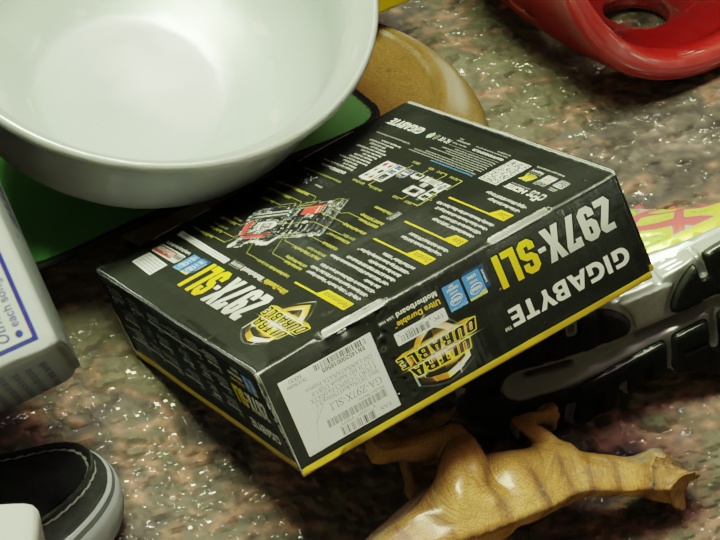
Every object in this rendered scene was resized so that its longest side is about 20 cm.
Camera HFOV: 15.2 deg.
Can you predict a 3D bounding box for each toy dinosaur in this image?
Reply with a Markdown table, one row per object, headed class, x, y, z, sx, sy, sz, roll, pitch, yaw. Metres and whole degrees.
| class | x | y | z | sx | sy | sz | roll | pitch | yaw |
| --- | --- | --- | --- | --- | --- | --- | --- | --- | --- |
| toy dinosaur | 0.035 | 0.087 | 1.015 | 0.199 | 0.061 | 0.106 | -21 | 42 | -23 |

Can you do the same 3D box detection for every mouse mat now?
| class | x | y | z | sx | sy | sz | roll | pitch | yaw |
| --- | --- | --- | --- | --- | --- | --- | --- | --- | --- |
| mouse mat | -0.111 | -0.070 | 1.238 | 0.199 | 0.008 | 0.161 | -23 | 41 | -26 |

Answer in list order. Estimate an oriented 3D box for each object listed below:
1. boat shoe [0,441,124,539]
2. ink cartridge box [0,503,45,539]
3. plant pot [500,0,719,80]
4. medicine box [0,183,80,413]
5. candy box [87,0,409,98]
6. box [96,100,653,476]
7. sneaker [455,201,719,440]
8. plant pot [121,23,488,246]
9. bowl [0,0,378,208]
| class | x | y | z | sx | sy | sz | roll | pitch | yaw |
| --- | --- | --- | --- | --- | --- | --- | --- | --- | --- |
| boat shoe | -0.179 | 0.102 | 1.004 | 0.199 | 0.067 | 0.070 | -21 | 40 | -22 |
| ink cartridge box | -0.166 | 0.191 | 0.815 | 0.146 | 0.147 | 0.201 | -3 | 36 | -1 |
| plant pot | 0.115 | -0.216 | 1.305 | 0.200 | 0.202 | 0.182 | -24 | 38 | -26 |
| medicine box | -0.233 | -0.006 | 1.014 | 0.199 | 0.103 | 0.183 | -25 | 82 | -4 |
| candy box | -0.085 | -0.123 | 1.280 | 0.199 | 0.027 | 0.102 | -26 | 40 | -27 |
| box | 0.000 | 0.000 | 1.067 | 0.159 | 0.050 | 0.200 | -31 | 21 | -15 |
| sneaker | 0.121 | -0.001 | 1.114 | 0.199 | 0.079 | 0.090 | -13 | 35 | -13 |
| plant pot | -0.039 | -0.070 | 1.261 | 0.198 | 0.028 | 0.201 | -2 | 36 | 2 |
| bowl | -0.097 | -0.098 | 1.168 | 0.200 | 0.091 | 0.202 | 5 | 55 | -8 |
